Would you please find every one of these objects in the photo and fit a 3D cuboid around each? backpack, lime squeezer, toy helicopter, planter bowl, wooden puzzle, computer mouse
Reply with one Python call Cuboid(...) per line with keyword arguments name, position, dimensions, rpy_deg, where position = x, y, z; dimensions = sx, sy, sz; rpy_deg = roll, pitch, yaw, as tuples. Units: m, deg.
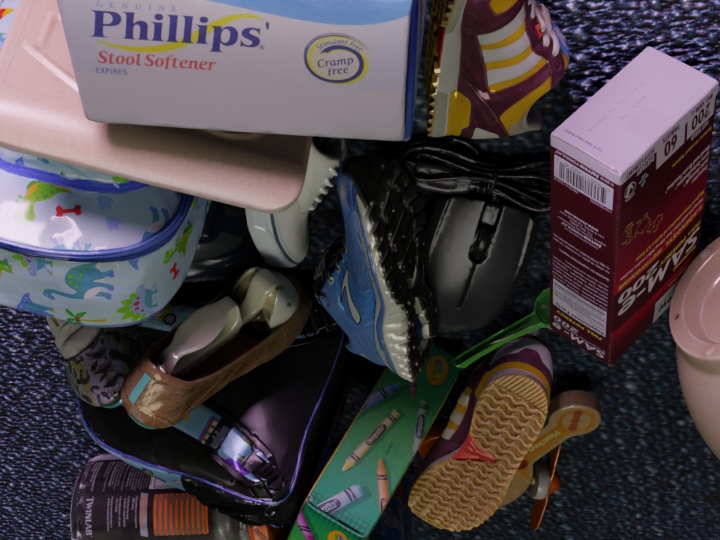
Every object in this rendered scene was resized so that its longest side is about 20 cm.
Cuboid(name="backpack", position=(-0.121, 0.101, 1.137), dimensions=(0.198, 0.184, 0.135), rpy_deg=(15, 159, 10))
Cuboid(name="lime squeezer", position=(0.154, 0.007, 1.073), dimensions=(0.070, 0.038, 0.200), rpy_deg=(22, 123, -28))
Cuboid(name="toy helicopter", position=(0.148, 0.168, 1.252), dimensions=(0.131, 0.079, 0.200), rpy_deg=(28, 133, -25))
Cuboid(name="backpack", position=(-0.182, -0.079, 0.899), dimensions=(0.181, 0.202, 0.148), rpy_deg=(10, 146, -2))
Cuboid(name="planter bowl", position=(0.304, 0.049, 0.986), dimensions=(0.199, 0.202, 0.134), rpy_deg=(-28, 126, 35))
Cuboid(name="wooden puzzle", position=(-0.114, -0.129, 0.835), dimensions=(0.183, 0.202, 0.046), rpy_deg=(13, 144, -7))
Cuboid(name="computer mouse", position=(0.078, -0.010, 1.063), dimensions=(0.137, 0.053, 0.201), rpy_deg=(9, 141, -3))

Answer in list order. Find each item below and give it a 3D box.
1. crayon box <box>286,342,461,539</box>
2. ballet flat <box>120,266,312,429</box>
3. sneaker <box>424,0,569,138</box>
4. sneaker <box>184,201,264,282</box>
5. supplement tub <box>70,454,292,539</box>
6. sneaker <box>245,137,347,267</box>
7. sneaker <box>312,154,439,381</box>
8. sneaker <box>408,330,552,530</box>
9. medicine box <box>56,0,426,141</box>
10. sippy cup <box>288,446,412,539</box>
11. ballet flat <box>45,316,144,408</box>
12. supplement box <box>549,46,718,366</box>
Cuboid(name="crayon box", position=(0.009, 0.161, 1.161), dimensions=(0.058, 0.201, 0.119), rpy_deg=(30, 140, 5))
Cuboid(name="ballet flat", position=(-0.095, 0.039, 1.012), dimensions=(0.068, 0.199, 0.073), rpy_deg=(41, 138, 16))
Cuboid(name="sneaker", position=(0.092, -0.161, 0.872), dimensions=(0.089, 0.076, 0.201), rpy_deg=(1, 147, -5))
Cuboid(name="sneaker", position=(-0.165, -0.043, 1.050), dimensions=(0.197, 0.071, 0.082), rpy_deg=(4, 144, 2))
Cuboid(name="supplement tub", position=(-0.169, 0.236, 1.347), dimensions=(0.197, 0.123, 0.123), rpy_deg=(-4, 140, 14))
Cuboid(name="sneaker", position=(-0.046, -0.074, 0.991), dimensions=(0.070, 0.074, 0.201), rpy_deg=(3, 141, 8))
Cuboid(name="sneaker", position=(0.000, 0.000, 1.022), dimensions=(0.088, 0.079, 0.201), rpy_deg=(11, 136, 21))
Cuboid(name="sneaker", position=(0.107, 0.136, 1.174), dimensions=(0.074, 0.090, 0.201), rpy_deg=(29, 127, -3))
Cuboid(name="medicine box", position=(-0.052, -0.179, 0.762), dimensions=(0.180, 0.202, 0.104), rpy_deg=(4, 141, 5))
Cuboid(name="sippy cup", position=(-0.007, 0.243, 1.321), dimensions=(0.139, 0.131, 0.178), rpy_deg=(26, 137, -20))
Cuboid(name="ballet flat", position=(-0.213, 0.034, 1.065), dimensions=(0.071, 0.201, 0.073), rpy_deg=(-6, 117, -12))
Cuboid(name="supplement box", position=(0.185, -0.039, 0.957), dimensions=(0.061, 0.109, 0.201), rpy_deg=(34, 152, 30))
